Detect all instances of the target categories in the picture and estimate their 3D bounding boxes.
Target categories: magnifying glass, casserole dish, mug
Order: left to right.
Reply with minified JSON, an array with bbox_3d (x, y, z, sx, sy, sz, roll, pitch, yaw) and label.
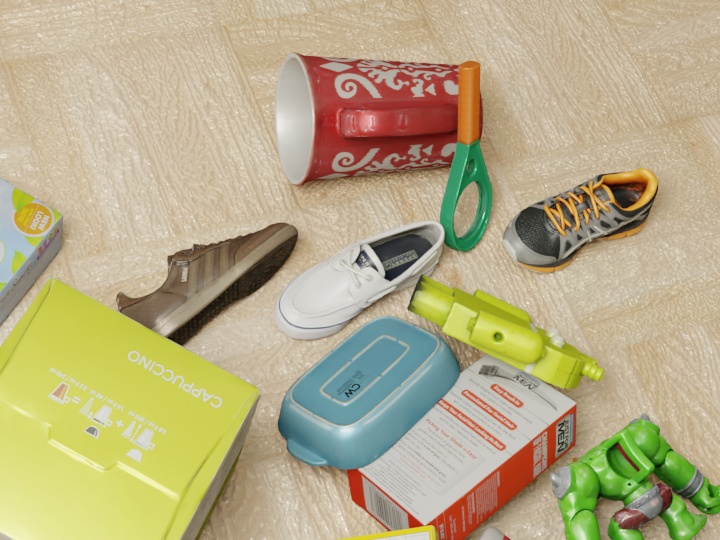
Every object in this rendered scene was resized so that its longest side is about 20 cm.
[{"bbox_3d":[0.007,0.106,1.128,0.120,0.039,0.199,23,48,37],"label":"casserole dish"},{"bbox_3d":[0.027,-0.149,1.258,0.197,0.135,0.178,-4,38,-22],"label":"mug"},{"bbox_3d":[0.110,-0.115,1.236,0.022,0.203,0.079,20,34,33],"label":"magnifying glass"}]

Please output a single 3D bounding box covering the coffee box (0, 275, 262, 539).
[{"bbox_3d":[-0.219,0.167,0.972,0.198,0.198,0.201,27,57,2],"label":"coffee box"}]

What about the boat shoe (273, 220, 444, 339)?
[{"bbox_3d":[0.000,0.000,1.206,0.199,0.066,0.074,-31,72,-28],"label":"boat shoe"}]

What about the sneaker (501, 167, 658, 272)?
[{"bbox_3d":[0.239,-0.063,1.299,0.198,0.077,0.079,-23,70,-24],"label":"sneaker"}]

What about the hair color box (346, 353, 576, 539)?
[{"bbox_3d":[0.096,0.169,1.112,0.199,0.065,0.110,-33,46,-27],"label":"hair color box"}]

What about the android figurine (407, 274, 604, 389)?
[{"bbox_3d":[0.141,0.060,1.162,0.198,0.182,0.042,24,97,3],"label":"android figurine"}]

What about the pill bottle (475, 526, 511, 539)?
[{"bbox_3d":[0.155,0.326,1.029,0.199,0.111,0.111,39,58,10],"label":"pill bottle"}]

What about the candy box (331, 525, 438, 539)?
[{"bbox_3d":[-0.027,0.280,1.007,0.197,0.026,0.104,-11,61,13],"label":"candy box"}]

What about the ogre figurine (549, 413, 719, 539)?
[{"bbox_3d":[0.256,0.214,1.131,0.198,0.098,0.121,-27,81,-15],"label":"ogre figurine"}]

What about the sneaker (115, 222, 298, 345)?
[{"bbox_3d":[-0.148,-0.002,1.166,0.075,0.071,0.199,43,59,14],"label":"sneaker"}]

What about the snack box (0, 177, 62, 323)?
[{"bbox_3d":[-0.406,-0.028,1.116,0.198,0.068,0.170,30,57,2],"label":"snack box"}]
